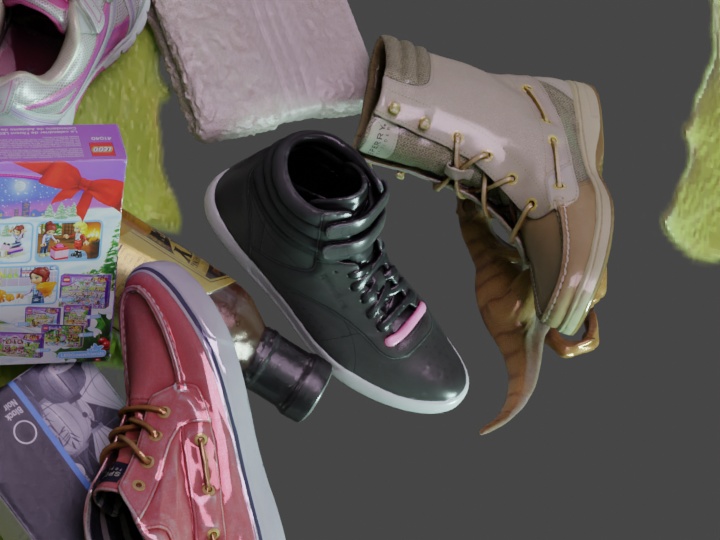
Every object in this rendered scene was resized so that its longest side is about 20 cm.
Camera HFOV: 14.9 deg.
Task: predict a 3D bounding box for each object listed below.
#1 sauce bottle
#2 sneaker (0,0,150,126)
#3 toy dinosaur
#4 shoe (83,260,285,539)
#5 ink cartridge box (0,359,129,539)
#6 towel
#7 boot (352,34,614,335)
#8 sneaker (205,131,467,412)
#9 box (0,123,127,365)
[{"bbox_3d":[-0.109,0.021,1.604,0.199,0.065,0.065,33,59,-10],"label":"sauce bottle"},{"bbox_3d":[-0.177,-0.150,1.620,0.081,0.088,0.201,19,60,3],"label":"sneaker"},{"bbox_3d":[0.100,0.032,1.702,0.105,0.061,0.201,0,53,-14],"label":"toy dinosaur"},{"bbox_3d":[-0.111,0.095,1.512,0.091,0.071,0.201,-13,81,-39],"label":"shoe"},{"bbox_3d":[-0.142,0.146,1.548,0.099,0.039,0.200,-36,87,-33],"label":"ink cartridge box"},{"bbox_3d":[-0.078,-0.179,1.722,0.132,0.034,0.201,-13,75,-27],"label":"towel"},{"bbox_3d":[0.072,-0.055,1.663,0.154,0.072,0.201,15,45,-15],"label":"boot"},{"bbox_3d":[0.000,0.000,1.631,0.200,0.099,0.071,45,56,-2],"label":"sneaker"},{"bbox_3d":[-0.231,-0.012,1.502,0.199,0.138,0.039,-2,36,-15],"label":"box"}]
